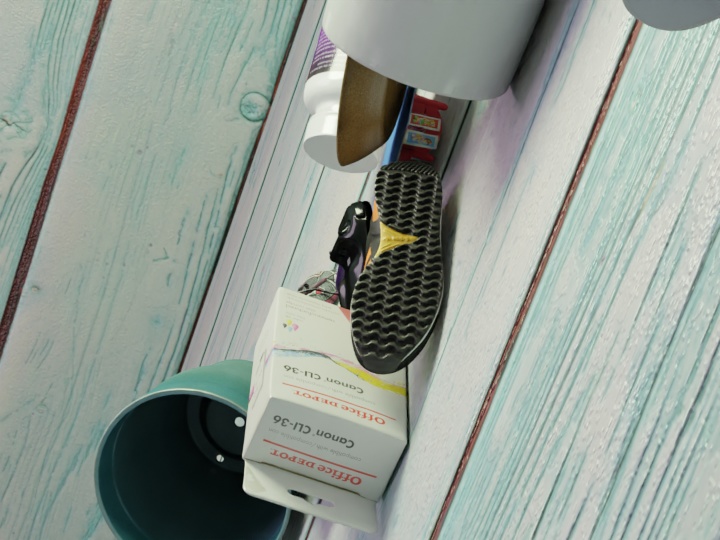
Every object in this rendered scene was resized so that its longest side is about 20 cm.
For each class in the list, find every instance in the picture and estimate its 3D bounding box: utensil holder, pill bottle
[{"bbox_3d":[0.073,-0.252,1.179,0.170,0.168,0.201,-93,21,-64],"label":"utensil holder"},{"bbox_3d":[0.002,-0.210,1.661,0.111,0.110,0.202,130,156,-66],"label":"pill bottle"}]

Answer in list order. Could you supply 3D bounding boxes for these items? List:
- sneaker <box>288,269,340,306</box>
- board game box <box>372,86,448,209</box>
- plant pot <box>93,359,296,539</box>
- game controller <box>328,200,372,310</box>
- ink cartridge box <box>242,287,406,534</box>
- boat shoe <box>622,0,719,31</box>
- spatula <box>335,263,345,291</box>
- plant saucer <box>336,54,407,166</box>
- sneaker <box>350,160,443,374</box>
[{"bbox_3d":[-0.045,0.041,1.591,0.200,0.074,0.081,-106,36,-75],"label":"sneaker"},{"bbox_3d":[0.052,-0.127,1.460,0.159,0.039,0.201,110,174,-50],"label":"board game box"},{"bbox_3d":[-0.144,0.181,1.593,0.188,0.199,0.201,-56,-12,-69],"label":"plant pot"},{"bbox_3d":[0.000,0.000,1.416,0.200,0.042,0.105,122,134,-84],"label":"game controller"},{"bbox_3d":[-0.026,0.107,1.236,0.201,0.116,0.068,-90,21,-58],"label":"ink cartridge box"},{"bbox_3d":[0.190,-0.198,0.734,0.200,0.068,0.057,-56,10,41],"label":"boat shoe"},{"bbox_3d":[0.019,-0.066,1.551,0.056,0.020,0.201,35,-106,-54],"label":"spatula"},{"bbox_3d":[0.021,-0.186,1.368,0.200,0.035,0.202,13,-90,-82],"label":"plant saucer"},{"bbox_3d":[0.033,0.011,1.266,0.090,0.069,0.201,90,-173,-53],"label":"sneaker"}]
